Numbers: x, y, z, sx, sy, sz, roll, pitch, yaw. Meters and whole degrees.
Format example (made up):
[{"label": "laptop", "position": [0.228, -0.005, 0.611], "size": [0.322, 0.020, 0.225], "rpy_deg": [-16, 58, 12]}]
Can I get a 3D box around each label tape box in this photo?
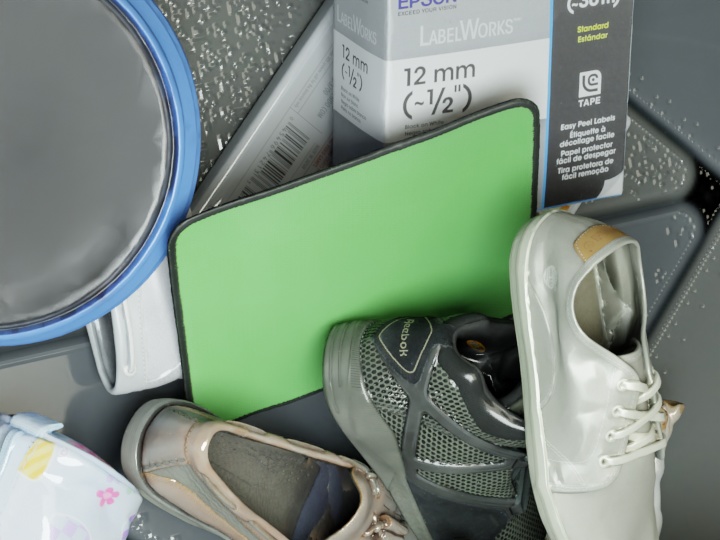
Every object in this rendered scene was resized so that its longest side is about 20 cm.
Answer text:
[{"label": "label tape box", "position": [0.062, -0.127, 1.254], "size": [0.143, 0.066, 0.201], "rpy_deg": [-11, 118, -24]}]

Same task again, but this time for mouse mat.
[{"label": "mouse mat", "position": [0.000, 0.000, 1.242], "size": [0.199, 0.008, 0.161], "rpy_deg": [-19, 140, -15]}]

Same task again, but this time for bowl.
[{"label": "bowl", "position": [-0.175, -0.062, 1.175], "size": [0.200, 0.039, 0.202], "rpy_deg": [0, 98, -1]}]

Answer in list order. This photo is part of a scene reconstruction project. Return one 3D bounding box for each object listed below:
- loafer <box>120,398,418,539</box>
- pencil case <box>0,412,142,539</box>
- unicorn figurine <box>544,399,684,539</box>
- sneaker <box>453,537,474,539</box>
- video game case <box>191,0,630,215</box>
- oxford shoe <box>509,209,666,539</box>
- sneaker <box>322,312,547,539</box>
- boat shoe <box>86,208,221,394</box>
[{"label": "loafer", "position": [-0.029, 0.120, 1.261], "size": [0.200, 0.063, 0.072], "rpy_deg": [27, 73, -35]}, {"label": "pencil case", "position": [-0.186, 0.168, 1.199], "size": [0.091, 0.083, 0.201], "rpy_deg": [39, 75, -37]}, {"label": "unicorn figurine", "position": [0.142, 0.136, 1.341], "size": [0.200, 0.074, 0.138], "rpy_deg": [7, 95, -53]}, {"label": "sneaker", "position": [0.070, 0.215, 1.283], "size": [0.116, 0.076, 0.201], "rpy_deg": [-57, 151, -7]}, {"label": "video game case", "position": [0.027, -0.054, 1.321], "size": [0.182, 0.023, 0.200], "rpy_deg": [38, 76, -21]}, {"label": "oxford shoe", "position": [0.118, 0.069, 1.202], "size": [0.075, 0.058, 0.201], "rpy_deg": [-23, 107, -46]}, {"label": "sneaker", "position": [0.072, 0.091, 1.276], "size": [0.200, 0.114, 0.076], "rpy_deg": [56, 35, -38]}, {"label": "boat shoe", "position": [-0.130, -0.035, 1.230], "size": [0.068, 0.072, 0.201], "rpy_deg": [-23, 111, -24]}]
